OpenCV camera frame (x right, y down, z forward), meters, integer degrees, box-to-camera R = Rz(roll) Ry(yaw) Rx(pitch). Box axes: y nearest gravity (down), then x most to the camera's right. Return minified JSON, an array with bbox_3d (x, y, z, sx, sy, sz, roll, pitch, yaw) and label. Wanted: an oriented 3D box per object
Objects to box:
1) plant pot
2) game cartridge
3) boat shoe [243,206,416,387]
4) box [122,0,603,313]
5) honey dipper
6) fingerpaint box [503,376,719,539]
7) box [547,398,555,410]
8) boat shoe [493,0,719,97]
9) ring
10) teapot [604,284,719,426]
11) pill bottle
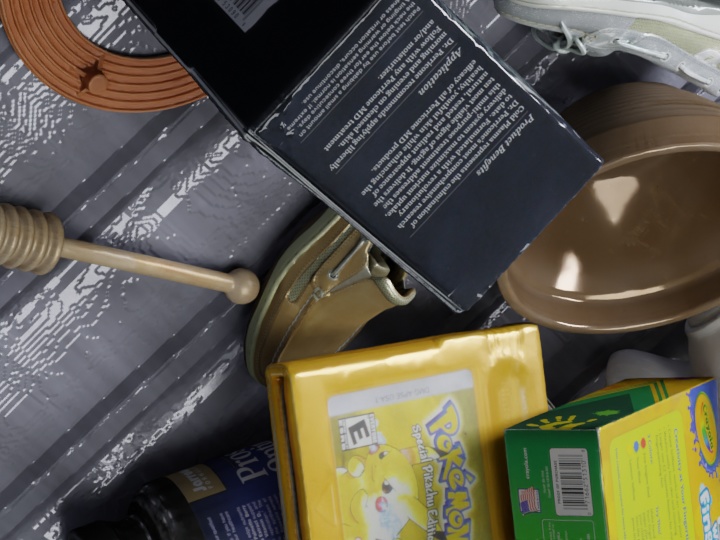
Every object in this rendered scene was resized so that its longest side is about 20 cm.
[{"bbox_3d":[0.172,-0.052,1.764,0.200,0.093,0.201,-10,146,-7],"label":"plant pot"},{"bbox_3d":[0.039,0.131,1.746,0.200,0.032,0.177,-9,93,-35],"label":"game cartridge"},{"bbox_3d":[0.000,0.000,1.724,0.072,0.076,0.200,10,116,-48],"label":"boat shoe"},{"bbox_3d":[-0.004,-0.110,1.549,0.124,0.200,0.197,-46,132,3],"label":"box"},{"bbox_3d":[-0.142,-0.005,1.676,0.200,0.038,0.038,14,112,-40],"label":"honey dipper"},{"bbox_3d":[0.168,0.180,1.790,0.167,0.073,0.200,-17,103,-55],"label":"fingerpaint box"},{"bbox_3d":[0.107,0.170,1.904,0.095,0.078,0.200,-30,131,-9],"label":"box"},{"bbox_3d":[0.161,-0.148,1.730,0.202,0.074,0.065,5,113,-40],"label":"boat shoe"},{"bbox_3d":[-0.109,-0.176,1.590,0.200,0.019,0.201,-15,125,-22],"label":"ring"},{"bbox_3d":[0.288,0.022,1.866,0.146,0.197,0.200,44,68,-6],"label":"teapot"},{"bbox_3d":[-0.077,0.172,1.776,0.200,0.112,0.112,-18,127,-20],"label":"pill bottle"}]
